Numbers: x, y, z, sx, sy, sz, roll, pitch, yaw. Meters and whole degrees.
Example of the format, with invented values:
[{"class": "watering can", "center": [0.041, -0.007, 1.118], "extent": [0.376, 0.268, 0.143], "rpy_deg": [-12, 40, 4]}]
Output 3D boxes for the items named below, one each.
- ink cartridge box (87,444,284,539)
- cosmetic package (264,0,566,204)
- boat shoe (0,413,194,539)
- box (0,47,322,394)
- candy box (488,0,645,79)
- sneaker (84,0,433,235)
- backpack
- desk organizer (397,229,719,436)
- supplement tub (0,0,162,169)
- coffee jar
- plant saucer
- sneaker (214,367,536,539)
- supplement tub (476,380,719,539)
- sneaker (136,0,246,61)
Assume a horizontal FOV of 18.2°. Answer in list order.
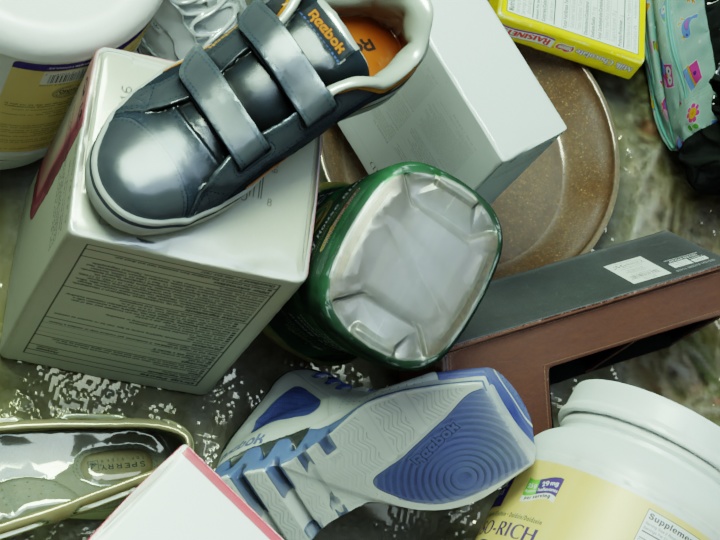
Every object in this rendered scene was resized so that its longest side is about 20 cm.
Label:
[{"class": "ink cartridge box", "center": [-0.091, 0.192, 1.154], "extent": [0.145, 0.200, 0.084], "rpy_deg": [44, 61, 1]}, {"class": "cosmetic package", "center": [0.022, -0.127, 1.295], "extent": [0.052, 0.151, 0.200], "rpy_deg": [-27, 82, -27]}, {"class": "boat shoe", "center": [-0.191, 0.112, 1.223], "extent": [0.200, 0.063, 0.073], "rpy_deg": [-3, 72, -20]}, {"class": "box", "center": [-0.111, -0.021, 1.222], "extent": [0.127, 0.200, 0.109], "rpy_deg": [12, 67, -16]}, {"class": "candy box", "center": [0.136, -0.221, 1.455], "extent": [0.102, 0.026, 0.201], "rpy_deg": [15, 55, -13]}, {"class": "sneaker", "center": [-0.048, -0.092, 1.116], "extent": [0.200, 0.079, 0.079], "rpy_deg": [-34, 84, -28]}, {"class": "backpack", "center": [0.250, -0.149, 1.435], "extent": [0.166, 0.127, 0.201], "rpy_deg": [0, 70, -31]}, {"class": "desk organizer", "center": [0.121, 0.044, 1.335], "extent": [0.199, 0.072, 0.077], "rpy_deg": [-16, 113, -23]}, {"class": "supplement tub", "center": [-0.191, -0.148, 1.241], "extent": [0.145, 0.200, 0.146], "rpy_deg": [6, 70, -17]}, {"class": "coffee jar", "center": [0.000, 0.000, 1.230], "extent": [0.085, 0.200, 0.105], "rpy_deg": [32, 79, -13]}, {"class": "plant saucer", "center": [0.063, -0.074, 1.393], "extent": [0.200, 0.037, 0.201], "rpy_deg": [6, 68, -16]}, {"class": "sneaker", "center": [-0.006, 0.088, 1.253], "extent": [0.081, 0.199, 0.115], "rpy_deg": [62, 16, -24]}, {"class": "supplement tub", "center": [0.130, 0.178, 1.241], "extent": [0.145, 0.145, 0.200], "rpy_deg": [31, 74, -6]}, {"class": "sneaker", "center": [-0.090, -0.144, 1.321], "extent": [0.075, 0.115, 0.200], "rpy_deg": [-34, 85, -26]}]
